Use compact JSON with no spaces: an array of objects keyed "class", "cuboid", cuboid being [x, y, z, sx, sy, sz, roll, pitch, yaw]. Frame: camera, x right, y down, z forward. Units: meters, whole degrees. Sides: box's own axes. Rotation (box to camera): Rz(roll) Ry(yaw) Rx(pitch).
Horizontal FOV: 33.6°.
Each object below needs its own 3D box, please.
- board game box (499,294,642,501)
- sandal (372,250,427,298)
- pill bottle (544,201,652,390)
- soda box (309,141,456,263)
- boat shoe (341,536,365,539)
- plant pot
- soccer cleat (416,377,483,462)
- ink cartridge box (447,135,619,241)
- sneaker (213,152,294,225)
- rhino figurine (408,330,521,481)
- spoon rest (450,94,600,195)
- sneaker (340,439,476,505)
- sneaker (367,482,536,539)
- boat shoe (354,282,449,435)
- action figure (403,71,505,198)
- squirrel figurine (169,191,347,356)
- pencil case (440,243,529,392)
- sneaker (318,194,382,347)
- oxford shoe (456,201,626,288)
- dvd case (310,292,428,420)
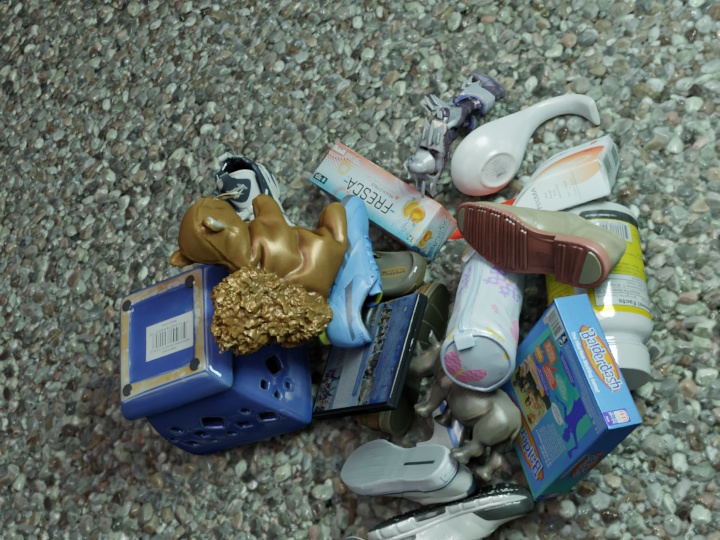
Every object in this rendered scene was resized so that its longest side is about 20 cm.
[{"class":"board game box","cuboid":[0.216,0.141,1.288,0.045,0.200,0.152,-8,62,-21]},{"class":"sandal","cuboid":[-0.006,0.010,1.535,0.200,0.055,0.082,-9,59,41]},{"class":"pill bottle","cuboid":[0.271,0.033,1.361,0.114,0.114,0.200,-12,64,22]},{"class":"soda box","cuboid":[0.030,-0.091,1.568,0.200,0.064,0.068,35,88,34]},{"class":"boat shoe","cuboid":[0.016,0.390,1.371,0.073,0.063,0.200,-35,57,10]},{"class":"plant pot","cuboid":[-0.194,0.106,1.518,0.200,0.180,0.200,-20,60,28]},{"class":"soccer cleat","cuboid":[0.114,0.132,1.426,0.086,0.070,0.200,4,72,28]},{"class":"ink cartridge box","cuboid":[0.205,-0.100,1.430,0.200,0.162,0.050,-14,102,20]},{"class":"sneaker","cuboid":[-0.145,-0.080,1.614,0.079,0.130,0.199,-25,60,17]},{"class":"rhino figurine","cuboid":[0.109,0.139,1.356,0.087,0.060,0.200,-49,54,13]},{"class":"spoon rest","cuboid":[0.201,-0.163,1.504,0.200,0.099,0.061,-29,41,-3]},{"class":"sneaker","cuboid":[0.053,0.247,1.400,0.200,0.071,0.073,-7,44,54]},{"class":"sneaker","cuboid":[0.112,0.302,1.367,0.200,0.074,0.080,-22,83,17]},{"class":"boat shoe","cuboid":[0.047,0.102,1.473,0.068,0.072,0.200,11,69,37]},{"class":"action figure","cuboid":[0.105,-0.174,1.506,0.069,0.130,0.200,32,47,11]},{"class":"squirrel figurine","cuboid":[-0.125,-0.002,1.400,0.141,0.187,0.200,-34,48,39]},{"class":"pencil case","cuboid":[0.143,0.044,1.347,0.083,0.091,0.200,-2,37,15]},{"class":"sneaker","cuboid":[0.000,0.000,1.471,0.078,0.066,0.200,-3,67,25]},{"class":"oxford shoe","cuboid":[0.200,-0.037,1.328,0.200,0.071,0.075,24,39,32]},{"class":"dvd case","cuboid":[0.008,0.108,1.450,0.200,0.018,0.143,-19,51,59]}]
